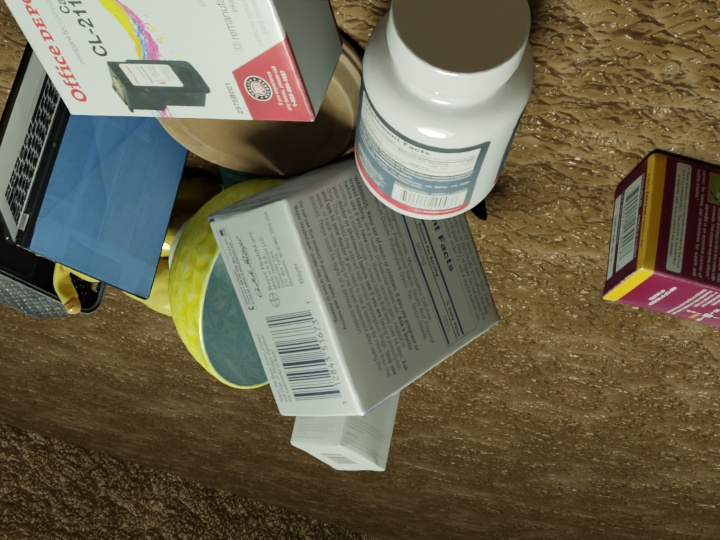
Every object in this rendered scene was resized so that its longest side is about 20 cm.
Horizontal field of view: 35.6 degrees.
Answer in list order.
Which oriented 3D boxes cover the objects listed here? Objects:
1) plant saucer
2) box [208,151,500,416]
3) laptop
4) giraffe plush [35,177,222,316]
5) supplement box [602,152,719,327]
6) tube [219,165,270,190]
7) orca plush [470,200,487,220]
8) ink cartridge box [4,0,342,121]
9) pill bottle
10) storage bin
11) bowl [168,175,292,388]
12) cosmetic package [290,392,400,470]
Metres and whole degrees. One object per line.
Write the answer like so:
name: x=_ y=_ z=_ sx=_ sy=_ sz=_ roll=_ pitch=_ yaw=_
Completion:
plant saucer: x=-0.088 y=-0.141 z=0.913 sx=0.199 sy=0.030 sz=0.200 roll=6 pitch=146 yaw=4
box: x=0.000 y=0.000 z=0.954 sx=0.105 sy=0.184 sz=0.200 roll=-10 pitch=-167 yaw=46
laptop: x=-0.207 y=-0.104 z=0.903 sx=0.116 sy=0.188 sz=0.200 roll=13 pitch=159 yaw=-4
giraffe plush: x=-0.235 y=-0.063 z=1.083 sx=0.199 sy=0.173 sz=0.162 roll=-6 pitch=147 yaw=-2
supplement box: x=0.321 y=-0.014 z=0.962 sx=0.199 sy=0.111 sz=0.086 roll=14 pitch=160 yaw=-7
tube: x=-0.105 y=-0.123 z=1.009 sx=0.077 sy=0.051 sz=0.200 roll=1 pitch=155 yaw=-1
orca plush: x=0.025 y=-0.049 z=1.086 sx=0.199 sy=0.071 sz=0.105 roll=3 pitch=158 yaw=23
ink cartridge box: x=-0.130 y=-0.181 z=0.766 sx=0.199 sy=0.083 sz=0.146 roll=4 pitch=144 yaw=20
pill bottle: x=0.059 y=-0.127 z=0.796 sx=0.119 sy=0.120 sz=0.200 roll=11 pitch=159 yaw=1
storage bin: x=-0.375 y=-0.041 z=1.228 sx=0.094 sy=0.136 sz=0.200 roll=-6 pitch=153 yaw=39
bowl: x=-0.114 y=-0.002 z=1.045 sx=0.107 sy=0.201 sz=0.200 roll=23 pitch=168 yaw=33
cosmetic package: x=-0.008 y=0.142 z=1.420 sx=0.081 sy=0.201 sz=0.113 roll=-4 pitch=152 yaw=34
